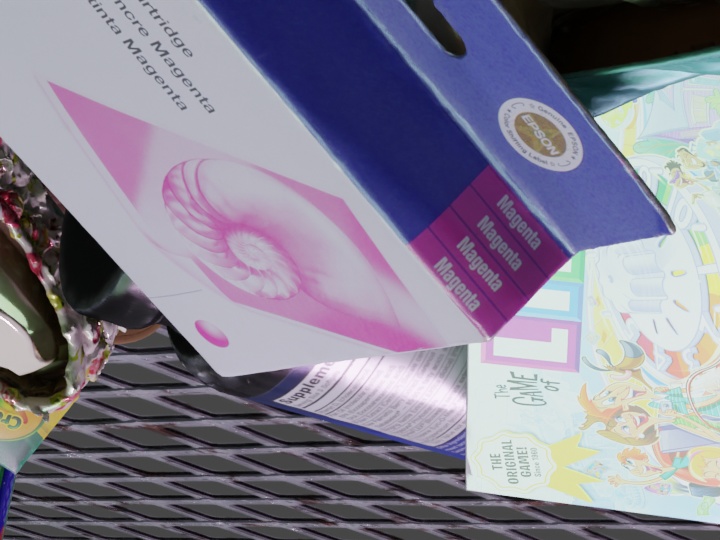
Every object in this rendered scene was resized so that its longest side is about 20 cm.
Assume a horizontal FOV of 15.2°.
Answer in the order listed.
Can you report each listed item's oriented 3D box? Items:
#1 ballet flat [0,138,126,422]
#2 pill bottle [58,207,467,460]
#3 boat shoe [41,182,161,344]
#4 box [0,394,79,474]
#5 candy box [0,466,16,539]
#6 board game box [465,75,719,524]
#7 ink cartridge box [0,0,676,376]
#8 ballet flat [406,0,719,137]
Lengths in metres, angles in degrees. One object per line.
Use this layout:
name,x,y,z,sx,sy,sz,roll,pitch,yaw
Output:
ballet flat,-0.150,-0.023,0.943,0.076,0.064,0.200,-26,124,24
pill bottle,0.000,0.000,0.964,0.200,0.112,0.112,17,163,-25
boat shoe,-0.147,-0.032,1.052,0.200,0.072,0.072,24,-169,-44
box,-0.208,-0.007,1.035,0.200,0.048,0.117,39,-177,-27
candy box,-0.204,0.099,1.286,0.077,0.200,0.169,10,166,-8
board game box,0.102,0.000,0.856,0.134,0.034,0.200,7,133,10
ink cartridge box,-0.040,-0.055,0.760,0.196,0.043,0.200,49,151,-19
ballet flat,0.069,-0.080,0.720,0.200,0.067,0.070,-8,158,33
